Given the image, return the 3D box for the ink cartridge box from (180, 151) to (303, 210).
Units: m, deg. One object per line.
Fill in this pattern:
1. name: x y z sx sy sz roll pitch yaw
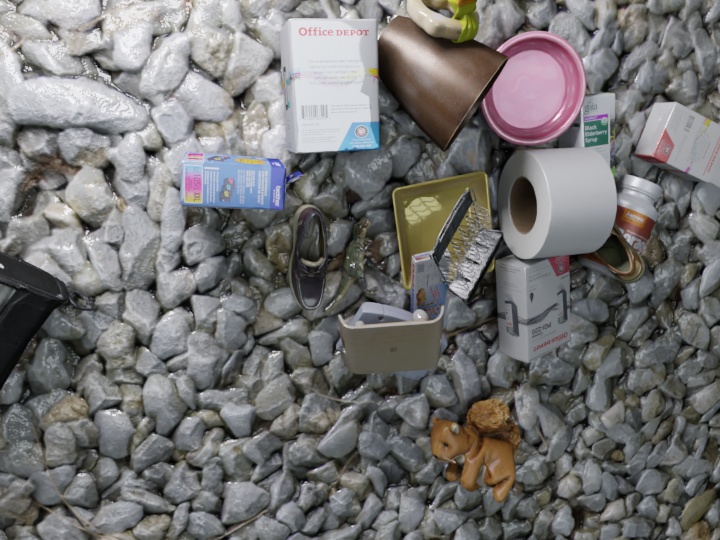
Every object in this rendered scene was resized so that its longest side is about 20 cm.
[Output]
1. ink cartridge box: -0.200 -0.152 0.979 0.196 0.137 0.078 3 106 -15

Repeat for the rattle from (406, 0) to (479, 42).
1. rattle: 0.131 -0.474 0.930 0.128 0.203 0.144 -9 145 -4

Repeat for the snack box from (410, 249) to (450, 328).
1. snack box: 0.134 0.046 1.129 0.071 0.024 0.202 -13 132 -11

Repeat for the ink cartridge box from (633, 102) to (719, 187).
1. ink cartridge box: 0.696 -0.262 1.224 0.197 0.068 0.118 19 98 -16

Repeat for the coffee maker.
1. coffee maker: -0.580 0.097 0.942 0.191 0.135 0.201 34 94 -20

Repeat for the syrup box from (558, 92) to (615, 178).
1. syrup box: 0.453 -0.247 1.156 0.077 0.081 0.204 -10 107 -13

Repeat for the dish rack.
1. dish rack: 0.191 -0.045 1.036 0.155 0.054 0.200 -60 151 -12

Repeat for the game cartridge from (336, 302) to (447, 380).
1. game cartridge: 0.067 0.140 1.149 0.197 0.042 0.134 23 115 -19

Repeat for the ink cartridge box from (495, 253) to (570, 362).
1. ink cartridge box: 0.356 0.067 1.185 0.144 0.084 0.204 -17 110 -31

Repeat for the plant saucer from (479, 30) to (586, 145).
1. plant saucer: 0.322 -0.342 1.094 0.196 0.051 0.204 1 108 4

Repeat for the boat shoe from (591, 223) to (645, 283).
1. boat shoe: 0.476 -0.064 1.132 0.076 0.201 0.073 -47 148 20

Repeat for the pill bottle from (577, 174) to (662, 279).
1. pill bottle: 0.543 -0.088 1.202 0.111 0.112 0.203 19 98 -18

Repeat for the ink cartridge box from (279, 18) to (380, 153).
1. ink cartridge box: -0.054 -0.307 0.975 0.144 0.146 0.204 -5 105 -13

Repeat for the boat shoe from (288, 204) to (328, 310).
1. boat shoe: -0.095 -0.018 1.076 0.071 0.065 0.204 0 104 -16

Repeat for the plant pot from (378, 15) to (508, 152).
1. plant pot: 0.122 -0.344 1.005 0.199 0.187 0.188 37 93 4

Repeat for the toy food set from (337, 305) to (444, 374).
1. toy food set: 0.060 0.126 1.092 0.196 0.061 0.145 -4 136 0

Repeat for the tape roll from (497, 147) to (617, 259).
1. tape roll: 0.367 -0.128 1.099 0.136 0.203 0.207 -5 104 -13

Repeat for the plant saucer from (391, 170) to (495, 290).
1. plant saucer: 0.159 -0.081 1.137 0.196 0.048 0.204 -12 106 -12

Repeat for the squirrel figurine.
1. squirrel figurine: 0.244 0.363 1.239 0.186 0.141 0.201 38 78 -9

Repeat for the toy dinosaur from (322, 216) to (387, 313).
1. toy dinosaur: 0.000 0.000 1.117 0.087 0.047 0.203 19 98 -3
